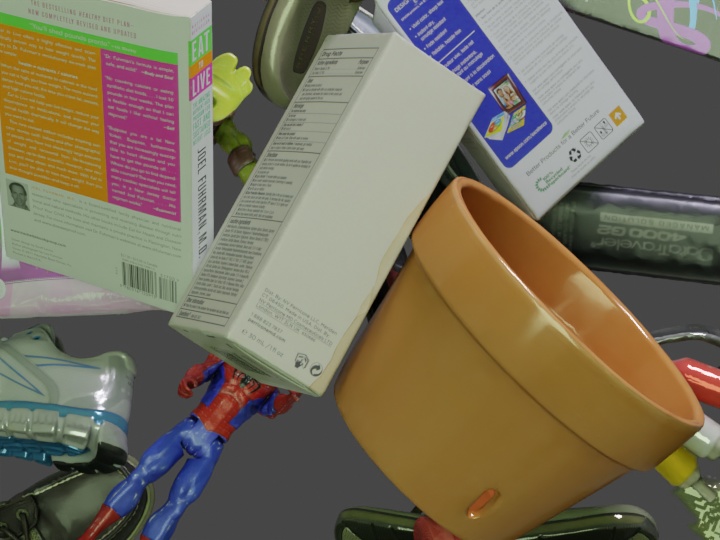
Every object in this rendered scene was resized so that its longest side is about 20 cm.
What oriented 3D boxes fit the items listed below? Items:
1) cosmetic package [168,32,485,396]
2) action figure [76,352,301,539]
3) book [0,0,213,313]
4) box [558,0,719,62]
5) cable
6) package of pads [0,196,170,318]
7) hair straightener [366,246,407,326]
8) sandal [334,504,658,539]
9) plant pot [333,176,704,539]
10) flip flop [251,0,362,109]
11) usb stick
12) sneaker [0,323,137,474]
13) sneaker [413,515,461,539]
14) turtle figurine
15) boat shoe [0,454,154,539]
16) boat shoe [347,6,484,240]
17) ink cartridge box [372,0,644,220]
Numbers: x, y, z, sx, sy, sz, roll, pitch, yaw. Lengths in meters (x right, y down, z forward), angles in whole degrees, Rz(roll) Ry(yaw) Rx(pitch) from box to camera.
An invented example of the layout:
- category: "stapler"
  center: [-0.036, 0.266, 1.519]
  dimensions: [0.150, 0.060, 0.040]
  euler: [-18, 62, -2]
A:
- category: "cosmetic package"
  center: [-0.021, -0.034, 1.539]
  dimensions: [0.073, 0.103, 0.200]
  euler: [33, 81, -22]
- category: "action figure"
  center: [-0.100, 0.107, 1.645]
  dimensions: [0.065, 0.099, 0.200]
  euler: [38, 72, -1]
- category: "book"
  center: [-0.148, -0.079, 1.555]
  dimensions: [0.133, 0.048, 0.201]
  euler: [18, 127, 22]
- category: "box"
  center: [0.154, -0.224, 1.632]
  dimensions: [0.199, 0.036, 0.143]
  euler: [20, 98, 9]
- category: "cable"
  center: [0.153, 0.058, 1.629]
  dimensions: [0.200, 0.050, 0.097]
  euler: [26, 98, -8]
- category: "package of pads"
  center: [-0.215, -0.030, 1.689]
  dimensions: [0.199, 0.076, 0.121]
  euler: [-3, 96, 10]
- category: "hair straightener"
  center: [0.000, 0.000, 1.650]
  dimensions: [0.077, 0.041, 0.200]
  euler: [1, 121, 52]
- category: "sandal"
  center: [0.084, 0.163, 1.660]
  dimensions: [0.200, 0.080, 0.057]
  euler: [-1, 50, -1]
- category: "plant pot"
  center: [0.079, 0.064, 1.535]
  dimensions: [0.200, 0.200, 0.140]
  euler: [46, 102, 4]
- category: "flip flop"
  center: [-0.007, -0.188, 1.592]
  dimensions: [0.057, 0.081, 0.201]
  euler: [25, 99, 40]
- category: "usb stick"
  center: [0.188, -0.022, 1.641]
  dimensions: [0.199, 0.033, 0.056]
  euler: [6, 102, 9]
- category: "sneaker"
  center: [-0.231, 0.074, 1.712]
  dimensions: [0.199, 0.075, 0.087]
  euler: [7, 63, 16]
- category: "sneaker"
  center: [0.110, 0.195, 1.619]
  dimensions: [0.115, 0.200, 0.078]
  euler: [-26, 46, 1]
- category: "turtle figurine"
  center: [-0.103, -0.116, 1.624]
  dimensions: [0.064, 0.161, 0.200]
  euler: [-28, 80, -2]
- category: "boat shoe"
  center: [-0.222, 0.185, 1.709]
  dimensions: [0.200, 0.065, 0.073]
  euler: [-34, 86, 9]
- category: "boat shoe"
  center: [0.014, -0.091, 1.650]
  dimensions: [0.073, 0.062, 0.200]
  euler: [-36, 86, 14]
- category: "ink cartridge box"
  center: [0.077, -0.136, 1.602]
  dimensions: [0.095, 0.037, 0.200]
  euler: [-42, 108, -14]
